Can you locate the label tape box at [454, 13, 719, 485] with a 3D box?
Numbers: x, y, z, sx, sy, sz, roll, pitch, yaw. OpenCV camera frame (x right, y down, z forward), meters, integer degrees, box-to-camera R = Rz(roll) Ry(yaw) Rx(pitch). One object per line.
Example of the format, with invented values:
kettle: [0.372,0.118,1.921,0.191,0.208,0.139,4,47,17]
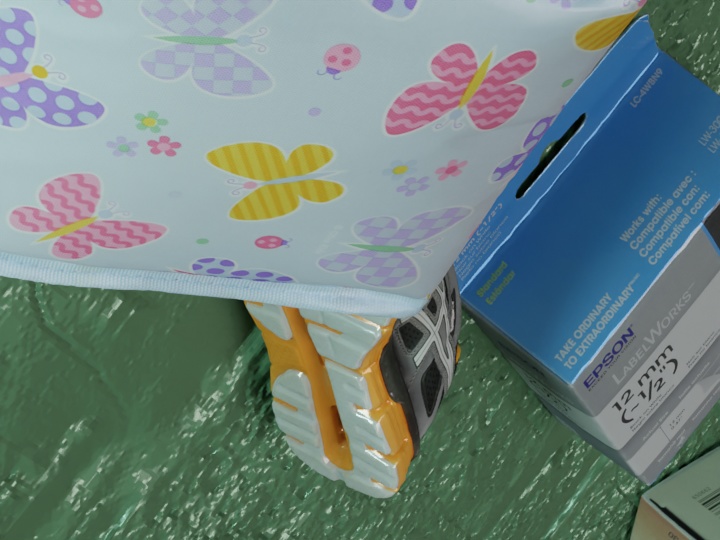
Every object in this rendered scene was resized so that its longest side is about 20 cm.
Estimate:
label tape box: [0.127,-0.004,1.034,0.143,0.066,0.200,-50,150,-5]

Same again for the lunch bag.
lunch bag: [-0.046,-0.083,0.634,0.199,0.128,0.170,4,145,-23]

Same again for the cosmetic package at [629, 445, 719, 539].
cosmetic package: [0.201,0.211,1.302,0.087,0.103,0.201,-25,137,-35]

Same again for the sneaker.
sneaker: [0.000,0.000,0.875,0.077,0.078,0.201,-50,154,-30]
